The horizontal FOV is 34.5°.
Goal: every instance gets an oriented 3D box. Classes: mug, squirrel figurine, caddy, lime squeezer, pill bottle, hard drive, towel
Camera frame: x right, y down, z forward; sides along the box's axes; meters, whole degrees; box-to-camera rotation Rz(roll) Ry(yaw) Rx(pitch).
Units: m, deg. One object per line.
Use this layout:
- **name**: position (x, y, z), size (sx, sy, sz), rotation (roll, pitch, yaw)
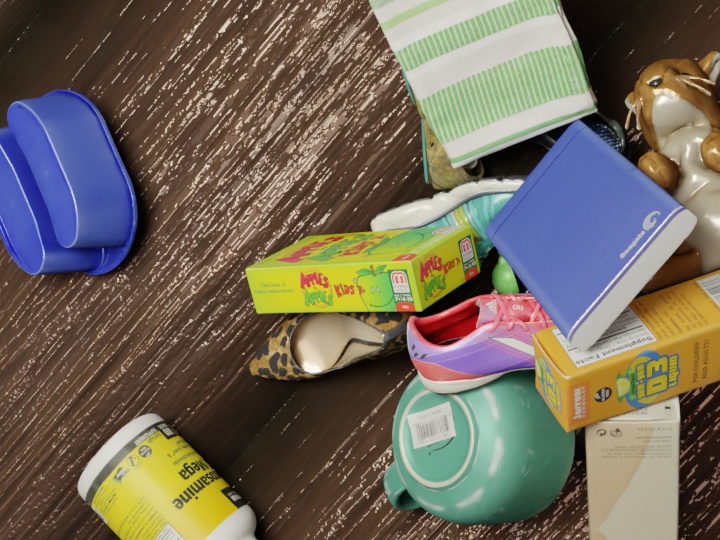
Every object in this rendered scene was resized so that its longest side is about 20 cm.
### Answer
- **mug**: position (0.096, 0.168, 1.062), size (0.152, 0.114, 0.187), rotation (32, 104, 41)
- **squirrel figurine**: position (0.302, -0.089, 1.012), size (0.141, 0.199, 0.188), rotation (-31, 68, 33)
- **caddy**: position (-0.309, -0.090, 1.212), size (0.141, 0.105, 0.202), rotation (-30, 81, 35)
- **lime squeezer**: position (0.165, -0.014, 1.114), size (0.070, 0.038, 0.202), rotation (10, 90, 16)
- **pill bottle**: position (-0.178, 0.249, 1.162), size (0.200, 0.112, 0.113), rotation (42, 99, 11)
- **hard drive**: position (0.181, -0.036, 0.956), size (0.025, 0.200, 0.132), rotation (33, 104, -26)
- **towel**: position (0.107, -0.193, 0.992), size (0.151, 0.024, 0.201), rotation (-21, 124, 14)

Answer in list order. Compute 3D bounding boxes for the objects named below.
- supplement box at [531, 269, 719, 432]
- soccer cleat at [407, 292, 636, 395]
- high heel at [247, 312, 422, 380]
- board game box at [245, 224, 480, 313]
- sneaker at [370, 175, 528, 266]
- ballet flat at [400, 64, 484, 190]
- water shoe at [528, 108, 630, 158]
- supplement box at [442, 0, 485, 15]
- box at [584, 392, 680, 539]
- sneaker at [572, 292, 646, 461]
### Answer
- **supplement box**: position (0.241, 0.061, 0.937), size (0.198, 0.069, 0.067), rotation (-17, 127, -6)
- **soccer cleat**: position (0.136, 0.047, 0.985), size (0.198, 0.074, 0.069), rotation (-17, 41, 11)
- **high heel**: position (-0.034, 0.070, 1.109), size (0.198, 0.143, 0.072), rotation (-23, 95, 13)
- **board game box**: position (0.000, 0.000, 1.083), size (0.198, 0.101, 0.048), rotation (-2, 109, 40)
- **sneaker**: position (0.106, -0.041, 1.113), size (0.198, 0.077, 0.081), rotation (-20, 85, 28)
- **ballet flat**: position (0.081, -0.157, 1.077), size (0.070, 0.201, 0.071), rotation (-8, 43, 8)
- **water shoe**: position (0.166, -0.159, 1.090), size (0.199, 0.079, 0.072), rotation (29, 85, 15)
- **supplement box**: position (0.108, -0.308, 1.068), size (0.102, 0.131, 0.202), rotation (-20, 70, 12)
- **box**: position (0.236, 0.176, 1.011), size (0.077, 0.095, 0.202), rotation (-2, 123, 11)
- **sneaker**: position (0.216, 0.071, 1.079), size (0.121, 0.083, 0.201), rotation (61, 142, 45)
